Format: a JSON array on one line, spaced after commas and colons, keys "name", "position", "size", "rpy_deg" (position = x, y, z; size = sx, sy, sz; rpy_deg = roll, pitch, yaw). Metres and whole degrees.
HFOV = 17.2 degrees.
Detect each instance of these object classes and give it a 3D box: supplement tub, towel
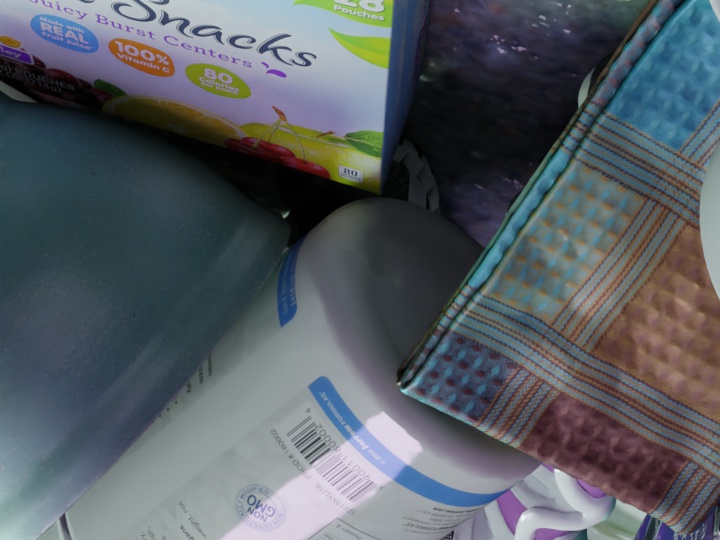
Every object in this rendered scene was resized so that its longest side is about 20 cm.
[{"name": "supplement tub", "position": [-0.027, 0.074, 0.980], "size": [0.132, 0.132, 0.200], "rpy_deg": [32, 128, -27]}, {"name": "towel", "position": [0.124, -0.005, 0.863], "size": [0.147, 0.022, 0.200], "rpy_deg": [27, 110, -19]}]

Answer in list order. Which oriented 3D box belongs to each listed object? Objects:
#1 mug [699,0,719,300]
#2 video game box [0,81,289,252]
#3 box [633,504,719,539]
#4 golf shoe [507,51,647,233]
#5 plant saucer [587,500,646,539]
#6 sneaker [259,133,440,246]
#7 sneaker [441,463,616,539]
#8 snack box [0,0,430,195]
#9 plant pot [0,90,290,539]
[{"name": "mug", "position": [0.185, -0.065, 0.723], "size": [0.200, 0.148, 0.175], "rpy_deg": [45, 146, 13]}, {"name": "video game box", "position": [-0.144, -0.009, 1.189], "size": [0.200, 0.047, 0.182], "rpy_deg": [30, 151, -24]}, {"name": "box", "position": [0.181, 0.151, 1.079], "size": [0.104, 0.148, 0.200], "rpy_deg": [19, 128, 0]}, {"name": "golf shoe", "position": [0.095, -0.021, 0.945], "size": [0.094, 0.078, 0.200], "rpy_deg": [12, 153, 22]}, {"name": "plant saucer", "position": [0.168, 0.128, 1.244], "size": [0.200, 0.050, 0.200], "rpy_deg": [17, 156, 7]}, {"name": "sneaker", "position": [0.000, 0.000, 1.042], "size": [0.066, 0.091, 0.200], "rpy_deg": [6, 153, 25]}, {"name": "sneaker", "position": [0.055, 0.083, 1.091], "size": [0.140, 0.078, 0.200], "rpy_deg": [-3, 136, -21]}, {"name": "snack box", "position": [-0.075, -0.116, 0.877], "size": [0.200, 0.068, 0.169], "rpy_deg": [16, 157, 4]}, {"name": "plant pot", "position": [-0.143, 0.009, 0.949], "size": [0.134, 0.200, 0.200], "rpy_deg": [44, 151, -10]}]
